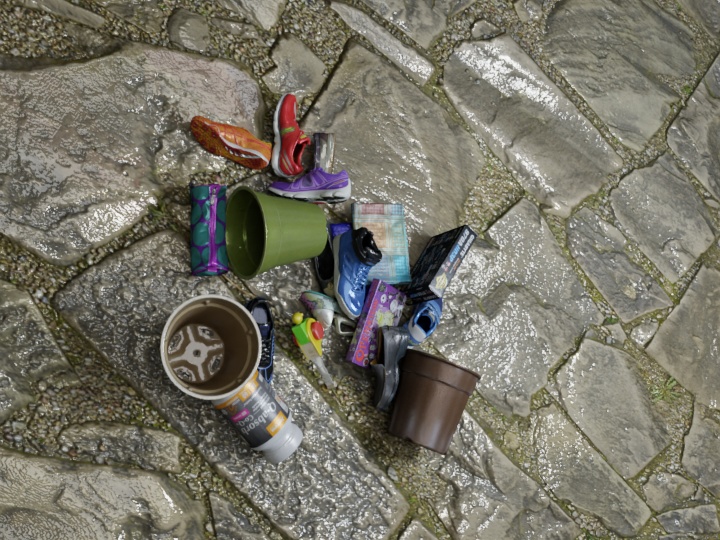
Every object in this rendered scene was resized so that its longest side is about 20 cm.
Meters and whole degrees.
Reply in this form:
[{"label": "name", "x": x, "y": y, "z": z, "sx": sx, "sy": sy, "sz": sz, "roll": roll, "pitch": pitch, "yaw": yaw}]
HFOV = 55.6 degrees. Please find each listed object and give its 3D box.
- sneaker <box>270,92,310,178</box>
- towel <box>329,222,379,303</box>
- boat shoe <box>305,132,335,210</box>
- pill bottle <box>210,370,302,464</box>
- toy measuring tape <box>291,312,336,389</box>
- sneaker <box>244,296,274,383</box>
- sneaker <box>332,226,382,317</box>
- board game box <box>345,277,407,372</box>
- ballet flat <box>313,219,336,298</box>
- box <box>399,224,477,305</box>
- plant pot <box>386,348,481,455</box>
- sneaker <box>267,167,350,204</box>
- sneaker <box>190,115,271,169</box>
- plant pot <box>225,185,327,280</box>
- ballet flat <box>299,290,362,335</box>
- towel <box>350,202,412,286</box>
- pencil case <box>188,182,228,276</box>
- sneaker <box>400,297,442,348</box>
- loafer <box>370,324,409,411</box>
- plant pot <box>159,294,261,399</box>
[{"label": "sneaker", "x": -0.157, "y": -0.320, "z": 1.622, "sx": 0.077, "sy": 0.083, "sz": 0.204, "roll": 12, "pitch": 79, "yaw": -67}, {"label": "towel", "x": 0.002, "y": -0.023, "z": 1.665, "sx": 0.145, "sy": 0.049, "sz": 0.204, "roll": -8, "pitch": 83, "yaw": -27}, {"label": "boat shoe", "x": -0.102, "y": -0.235, "z": 1.652, "sx": 0.064, "sy": 0.072, "sz": 0.204, "roll": 9, "pitch": 88, "yaw": 2}, {"label": "pill bottle", "x": -0.217, "y": 0.306, "z": 1.454, "sx": 0.116, "sy": 0.116, "sz": 0.201, "roll": -45, "pitch": 107, "yaw": -25}, {"label": "toy measuring tape", "x": -0.103, "y": 0.176, "z": 1.576, "sx": 0.073, "sy": 0.073, "sz": 0.202, "roll": -39, "pitch": 113, "yaw": -26}, {"label": "sneaker", "x": -0.223, "y": 0.160, "z": 1.507, "sx": 0.069, "sy": 0.078, "sz": 0.204, "roll": -4, "pitch": 81, "yaw": -25}, {"label": "sneaker", "x": -0.001, "y": 0.000, "z": 1.565, "sx": 0.076, "sy": 0.110, "sz": 0.204, "roll": 15, "pitch": 64, "yaw": -47}, {"label": "board game box", "x": 0.040, "y": 0.133, "z": 1.618, "sx": 0.119, "sy": 0.032, "sz": 0.203, "roll": 28, "pitch": 78, "yaw": -43}, {"label": "ballet flat", "x": -0.088, "y": -0.032, "z": 1.611, "sx": 0.065, "sy": 0.057, "sz": 0.204, "roll": -17, "pitch": 79, "yaw": 16}, {"label": "box", "x": 0.188, "y": -0.012, "z": 1.688, "sx": 0.046, "sy": 0.158, "sz": 0.201, "roll": 40, "pitch": 66, "yaw": -15}, {"label": "plant pot", "x": 0.159, "y": 0.311, "z": 1.601, "sx": 0.198, "sy": 0.200, "sz": 0.201, "roll": 25, "pitch": 77, "yaw": -18}, {"label": "sneaker", "x": -0.117, "y": -0.198, "z": 1.592, "sx": 0.196, "sy": 0.081, "sz": 0.085, "roll": -1, "pitch": 78, "yaw": 10}, {"label": "sneaker", "x": -0.300, "y": -0.303, "z": 1.581, "sx": 0.198, "sy": 0.073, "sz": 0.078, "roll": 26, "pitch": 49, "yaw": -23}, {"label": "plant pot", "x": -0.180, "y": -0.086, "z": 1.532, "sx": 0.187, "sy": 0.199, "sz": 0.204, "roll": -4, "pitch": 81, "yaw": -37}, {"label": "ballet flat", "x": -0.054, "y": 0.111, "z": 1.600, "sx": 0.197, "sy": 0.069, "sz": 0.072, "roll": 23, "pitch": 59, "yaw": -23}, {"label": "towel", "x": 0.050, "y": -0.064, "z": 1.657, "sx": 0.144, "sy": 0.022, "sz": 0.204, "roll": -2, "pitch": 82, "yaw": -25}, {"label": "pencil case", "x": -0.332, "y": -0.089, "z": 1.499, "sx": 0.084, "sy": 0.092, "sz": 0.204, "roll": 0, "pitch": 80, "yaw": -25}, {"label": "sneaker", "x": 0.164, "y": 0.114, "z": 1.681, "sx": 0.074, "sy": 0.082, "sz": 0.201, "roll": 43, "pitch": 46, "yaw": -6}, {"label": "loafer", "x": 0.052, "y": 0.225, "z": 1.594, "sx": 0.071, "sy": 0.073, "sz": 0.204, "roll": 14, "pitch": 87, "yaw": -24}, {"label": "plant pot", "x": -0.322, "y": 0.164, "z": 1.401, "sx": 0.197, "sy": 0.183, "sz": 0.205, "roll": 5, "pitch": 77, "yaw": -23}]
